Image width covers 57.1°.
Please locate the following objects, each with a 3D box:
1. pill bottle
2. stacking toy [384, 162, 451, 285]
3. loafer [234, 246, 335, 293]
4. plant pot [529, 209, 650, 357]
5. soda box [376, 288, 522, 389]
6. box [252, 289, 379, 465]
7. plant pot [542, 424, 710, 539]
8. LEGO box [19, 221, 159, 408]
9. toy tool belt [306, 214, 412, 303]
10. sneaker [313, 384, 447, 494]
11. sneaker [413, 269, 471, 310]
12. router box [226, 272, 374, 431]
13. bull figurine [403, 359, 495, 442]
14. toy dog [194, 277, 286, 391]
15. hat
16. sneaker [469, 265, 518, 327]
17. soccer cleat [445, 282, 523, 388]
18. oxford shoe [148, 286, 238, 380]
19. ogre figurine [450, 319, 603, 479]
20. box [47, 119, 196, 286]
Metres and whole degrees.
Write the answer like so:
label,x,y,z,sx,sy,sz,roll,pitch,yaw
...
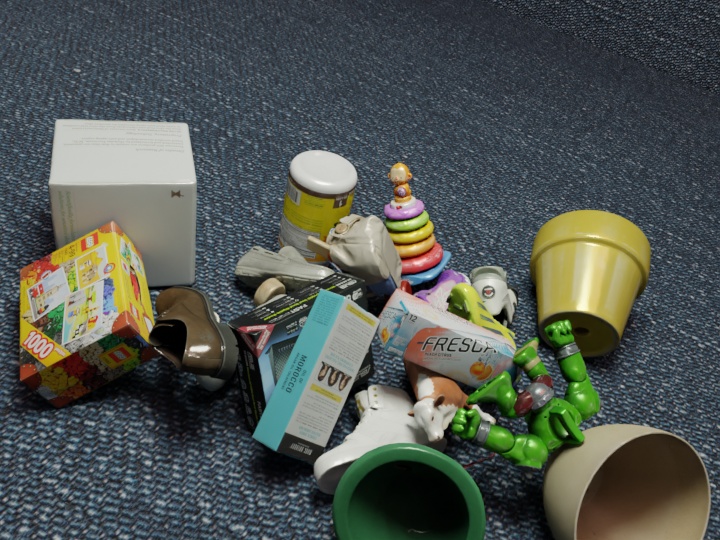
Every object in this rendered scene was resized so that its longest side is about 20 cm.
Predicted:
label,x,y,z,sx,sy,sz,roll,pitch,yaw
pill bottle,-0.075,-0.085,1.083,0.108,0.201,0.110,9,39,-8
stacking toy,0.080,-0.085,1.128,0.115,0.202,0.110,5,29,30
loafer,-0.113,-0.006,1.019,0.198,0.070,0.070,9,64,36
plant pot,0.381,0.034,1.121,0.199,0.202,0.190,19,54,4
soda box,0.120,0.099,0.882,0.198,0.064,0.069,24,18,-22
box,-0.053,0.134,0.832,0.049,0.202,0.082,15,-15,43
plant pot,0.303,0.276,0.817,0.198,0.203,0.134,-2,7,-21
LEGO box,-0.359,0.053,0.869,0.148,0.077,0.201,-28,48,-1
toy tool belt,0.000,0.000,1.057,0.121,0.201,0.126,-6,54,19
sneaker,0.005,0.214,0.864,0.198,0.074,0.116,-4,40,-37
sneaker,0.119,0.057,1.064,0.088,0.081,0.201,30,39,-6
router box,-0.073,0.108,0.887,0.062,0.152,0.199,15,30,43
bull figurine,0.111,0.169,0.903,0.121,0.065,0.200,37,16,-19
toy dog,-0.148,0.101,0.946,0.198,0.097,0.132,-23,54,-19
hat,0.071,0.278,0.824,0.198,0.167,0.176,19,3,3
sneaker,0.215,0.063,1.071,0.073,0.200,0.090,-8,72,20
soccer cleat,0.186,0.096,0.977,0.083,0.202,0.065,-33,24,-19
oxford shoe,-0.227,0.066,0.828,0.084,0.073,0.199,11,12,-37
ogre figurine,0.215,0.166,0.816,0.199,0.098,0.120,-34,82,-36
box,-0.354,-0.099,1.005,0.198,0.200,0.172,-3,42,-20
